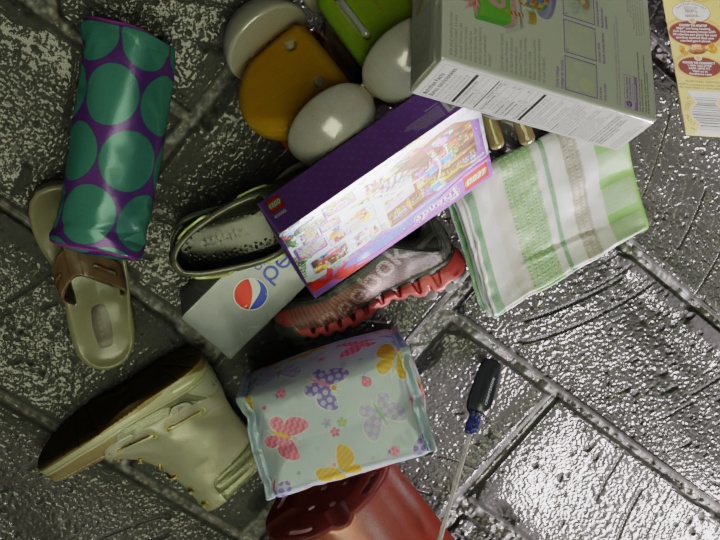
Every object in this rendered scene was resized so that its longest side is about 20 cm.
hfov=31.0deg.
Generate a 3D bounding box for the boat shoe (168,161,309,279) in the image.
[{"bbox_3d":[-0.077,-0.044,1.155,0.200,0.060,0.073,-22,106,3],"label":"boat shoe"}]

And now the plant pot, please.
[{"bbox_3d":[0.012,0.299,1.336,0.199,0.201,0.196,-31,108,3],"label":"plant pot"}]

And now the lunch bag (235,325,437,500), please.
[{"bbox_3d":[-0.021,0.130,1.236,0.168,0.200,0.129,-17,97,-2],"label":"lunch bag"}]

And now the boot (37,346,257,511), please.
[{"bbox_3d":[-0.204,0.185,1.296,0.199,0.072,0.155,-32,119,3],"label":"boot"}]

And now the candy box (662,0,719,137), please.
[{"bbox_3d":[0.316,-0.229,1.158,0.055,0.116,0.201,7,144,27],"label":"candy box"}]

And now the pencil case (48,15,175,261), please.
[{"bbox_3d":[-0.215,-0.111,1.124,0.084,0.092,0.203,7,94,-42],"label":"pencil case"}]

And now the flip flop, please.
[{"bbox_3d":[-0.255,0.009,1.210,0.080,0.058,0.202,-11,116,-7],"label":"flip flop"}]

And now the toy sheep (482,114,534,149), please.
[{"bbox_3d":[0.155,-0.193,1.168,0.199,0.137,0.139,-27,120,-26],"label":"toy sheep"}]

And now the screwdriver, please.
[{"bbox_3d":[0.105,0.180,1.317,0.028,0.202,0.029,7,151,29],"label":"screwdriver"}]

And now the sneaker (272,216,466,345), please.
[{"bbox_3d":[0.000,0.000,1.253,0.199,0.071,0.099,-23,117,-3],"label":"sneaker"}]

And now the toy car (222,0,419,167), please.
[{"bbox_3d":[-0.008,-0.180,1.137,0.200,0.176,0.150,-40,151,9],"label":"toy car"}]

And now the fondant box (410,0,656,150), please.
[{"bbox_3d":[0.140,-0.194,1.053,0.198,0.146,0.058,13,154,-23],"label":"fondant box"}]

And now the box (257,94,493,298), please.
[{"bbox_3d":[0.018,-0.070,1.107,0.199,0.039,0.137,-35,154,-5],"label":"box"}]

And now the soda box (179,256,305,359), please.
[{"bbox_3d":[-0.081,-0.015,1.232,0.200,0.064,0.068,-45,112,10],"label":"soda box"}]

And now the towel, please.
[{"bbox_3d":[0.187,-0.057,1.265,0.198,0.031,0.150,-28,119,-14],"label":"towel"}]
